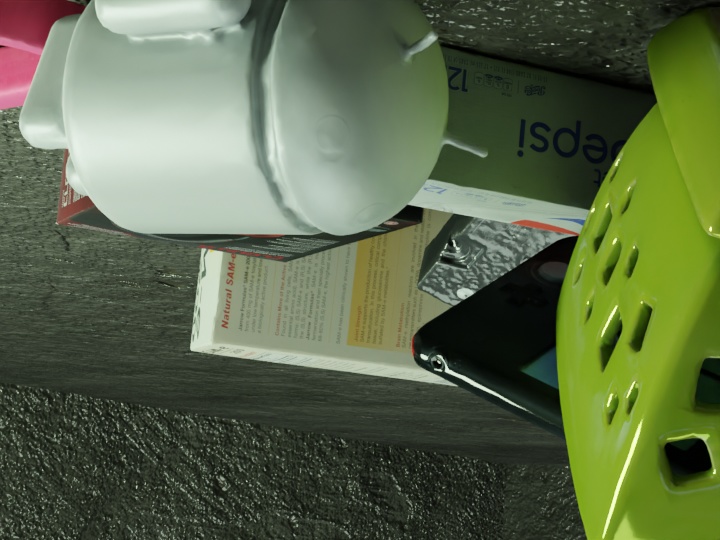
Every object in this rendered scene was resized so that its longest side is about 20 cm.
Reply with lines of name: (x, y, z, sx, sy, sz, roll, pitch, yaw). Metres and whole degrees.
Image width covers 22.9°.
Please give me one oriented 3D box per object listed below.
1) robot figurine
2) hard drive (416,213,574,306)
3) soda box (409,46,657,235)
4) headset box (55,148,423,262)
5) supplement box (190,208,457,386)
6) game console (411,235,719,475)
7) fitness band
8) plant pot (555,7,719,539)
robot figurine: (-0.047, -0.073, 0.760, 0.198, 0.114, 0.170, 2, 155, 26)
hard drive: (0.150, 0.002, 1.024, 0.199, 0.038, 0.140, 25, 140, -11)
soda box: (0.111, -0.056, 0.904, 0.198, 0.069, 0.063, 9, 170, -22)
headset box: (-0.072, -0.059, 0.972, 0.147, 0.076, 0.200, 10, 170, -26)
supplement box: (0.000, 0.000, 1.127, 0.198, 0.127, 0.073, 9, 172, -14)
game console: (0.148, 0.046, 0.861, 0.199, 0.031, 0.176, 25, -152, 28)
fitness band: (-0.214, -0.111, 0.871, 0.143, 0.038, 0.199, 15, 168, -43)
plant pot: (0.197, 0.005, 0.742, 0.197, 0.183, 0.201, 7, -149, -3)
